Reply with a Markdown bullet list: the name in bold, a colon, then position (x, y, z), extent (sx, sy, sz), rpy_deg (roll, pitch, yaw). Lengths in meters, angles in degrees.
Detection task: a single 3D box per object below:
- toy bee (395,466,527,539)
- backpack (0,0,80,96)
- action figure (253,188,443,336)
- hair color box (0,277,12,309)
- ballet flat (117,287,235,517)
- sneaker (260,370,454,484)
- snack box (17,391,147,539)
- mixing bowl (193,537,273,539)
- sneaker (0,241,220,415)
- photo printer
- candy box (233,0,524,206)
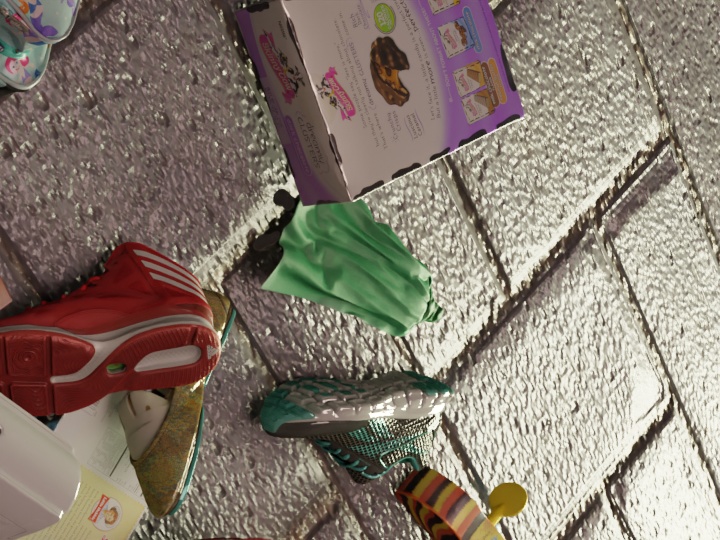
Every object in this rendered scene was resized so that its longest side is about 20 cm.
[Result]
- **toy bee**: position (0.119, 0.254, 1.718), extent (0.200, 0.109, 0.131), rpy_deg (31, 78, -42)
- **backpack**: position (-0.269, -0.220, 1.213), extent (0.200, 0.150, 0.178), rpy_deg (40, 47, -34)
- **action figure**: position (0.000, 0.000, 1.579), extent (0.200, 0.055, 0.118), rpy_deg (32, 78, -38)
- **hair color box**: position (-0.329, -0.034, 1.271), extent (0.111, 0.064, 0.200), rpy_deg (-40, 126, -28)
- **ballet flat**: position (-0.147, 0.092, 1.427), extent (0.071, 0.070, 0.201), rpy_deg (50, 39, -38)
- **sneaker**: position (-0.002, 0.139, 1.604), extent (0.199, 0.077, 0.092), rpy_deg (0, 105, -40)
- **snack box**: position (-0.224, 0.179, 1.437), extent (0.116, 0.037, 0.200), rpy_deg (41, 73, -40)
- **mixing bowl**: position (-0.134, 0.292, 1.500), extent (0.200, 0.108, 0.201), rpy_deg (-13, 111, -39)
- **sneaker**: position (-0.208, 0.040, 1.403), extent (0.199, 0.116, 0.079), rpy_deg (-1, 125, -11)
- **photo printer**: position (-0.311, 0.117, 1.263), extent (0.200, 0.166, 0.070), rpy_deg (43, 39, -39)
- **candy box**: position (0.018, -0.164, 1.517), extent (0.200, 0.071, 0.168), rpy_deg (-27, 104, -34)
